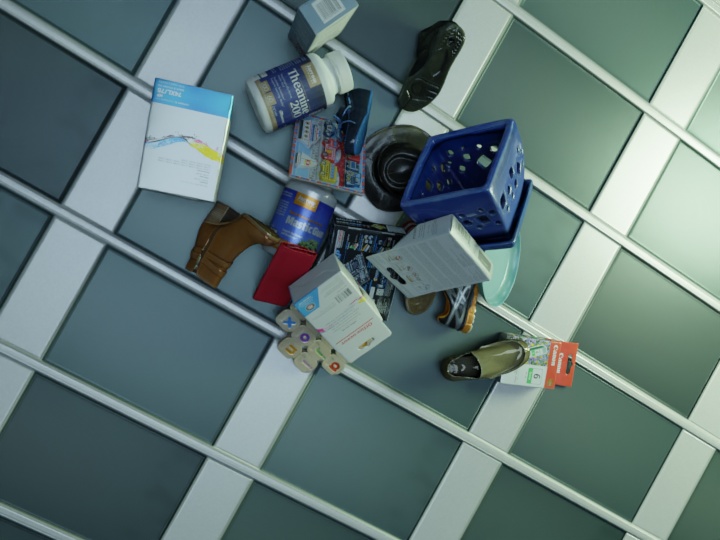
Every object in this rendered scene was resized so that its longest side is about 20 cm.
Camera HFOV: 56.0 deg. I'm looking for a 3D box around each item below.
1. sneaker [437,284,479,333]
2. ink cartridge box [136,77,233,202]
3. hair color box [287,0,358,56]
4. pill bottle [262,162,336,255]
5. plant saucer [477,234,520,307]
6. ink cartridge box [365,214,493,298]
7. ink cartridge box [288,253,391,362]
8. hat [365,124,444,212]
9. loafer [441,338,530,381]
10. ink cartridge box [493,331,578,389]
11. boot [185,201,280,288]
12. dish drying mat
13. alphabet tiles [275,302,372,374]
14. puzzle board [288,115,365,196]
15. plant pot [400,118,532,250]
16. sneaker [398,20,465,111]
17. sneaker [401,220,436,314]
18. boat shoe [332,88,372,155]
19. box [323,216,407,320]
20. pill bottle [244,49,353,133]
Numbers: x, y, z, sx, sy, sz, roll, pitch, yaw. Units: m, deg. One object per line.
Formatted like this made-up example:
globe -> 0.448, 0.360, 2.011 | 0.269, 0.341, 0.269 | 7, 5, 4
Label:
sneaker -> 0.217, 0.033, 1.469 | 0.076, 0.078, 0.203 | 9, 91, -1
ink cartridge box -> -0.330, -0.239, 1.291 | 0.144, 0.147, 0.203 | 10, 92, -12
hair color box -> -0.076, -0.476, 1.295 | 0.099, 0.200, 0.061 | -37, 100, -7
pill bottle -> -0.113, -0.116, 1.366 | 0.111, 0.112, 0.202 | 21, 91, -13
plant saucer -> 0.292, -0.023, 1.448 | 0.199, 0.027, 0.203 | -20, 115, -53
ink cartridge box -> 0.136, -0.022, 1.333 | 0.162, 0.198, 0.058 | 43, 51, -36
ink cartridge box -> -0.038, 0.079, 1.344 | 0.115, 0.068, 0.200 | -35, 125, 6
hat -> 0.094, -0.216, 1.416 | 0.198, 0.081, 0.203 | -1, 94, -12
loafer -> 0.270, 0.202, 1.467 | 0.198, 0.067, 0.077 | -20, 86, 11
ink cartridge box -> 0.406, 0.208, 1.534 | 0.197, 0.050, 0.110 | 8, 93, -11
boot -> -0.251, -0.036, 1.319 | 0.073, 0.199, 0.156 | 32, 83, -49
dish drying mat -> -0.152, 0.011, 1.343 | 0.076, 0.200, 0.018 | 13, 54, -18
alphabet tiles -> -0.074, 0.124, 1.412 | 0.200, 0.015, 0.196 | -41, 114, 8
puzzle board -> -0.061, -0.237, 1.345 | 0.149, 0.202, 0.017 | 13, 137, -13
plant pot -> 0.222, -0.150, 1.326 | 0.180, 0.198, 0.201 | 52, 48, -35
sneaker -> 0.142, -0.431, 1.417 | 0.076, 0.115, 0.201 | 21, 118, -17
sneaker -> 0.116, -0.010, 1.455 | 0.070, 0.113, 0.202 | -7, 126, -13
boat shoe -> -0.020, -0.294, 1.353 | 0.068, 0.201, 0.085 | 9, 129, 1
box -> 0.000, 0.000, 1.402 | 0.157, 0.046, 0.202 | 7, 113, -13
pill bottle -> -0.119, -0.360, 1.342 | 0.198, 0.111, 0.112 | -25, 100, -8
